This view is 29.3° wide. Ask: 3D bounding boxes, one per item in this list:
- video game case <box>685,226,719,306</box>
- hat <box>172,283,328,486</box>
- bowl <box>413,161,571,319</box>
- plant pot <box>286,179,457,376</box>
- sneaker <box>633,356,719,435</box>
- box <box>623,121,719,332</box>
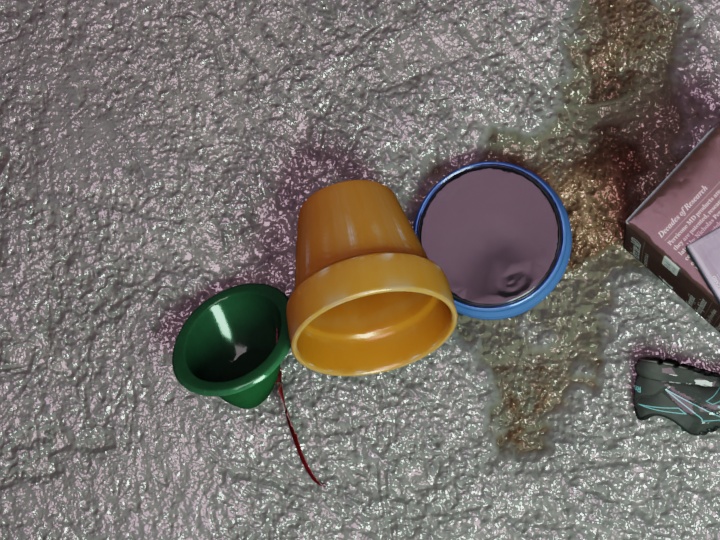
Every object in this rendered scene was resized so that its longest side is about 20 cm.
[{"bbox_3d":[0.476,-0.014,1.493,0.200,0.019,0.143,-29,78,2],"label":"video game case"},{"bbox_3d":[-0.130,0.146,1.742,0.165,0.176,0.200,-7,47,20],"label":"hat"},{"bbox_3d":[0.161,-0.040,1.711,0.200,0.039,0.201,-2,80,10],"label":"bowl"},{"bbox_3d":[0.000,0.000,1.662,0.199,0.200,0.184,-17,59,6],"label":"plant pot"},{"bbox_3d":[0.420,0.157,1.626,0.199,0.075,0.080,12,94,19],"label":"sneaker"},{"bbox_3d":[0.433,-0.035,1.598,0.200,0.166,0.164,43,90,14],"label":"box"}]
